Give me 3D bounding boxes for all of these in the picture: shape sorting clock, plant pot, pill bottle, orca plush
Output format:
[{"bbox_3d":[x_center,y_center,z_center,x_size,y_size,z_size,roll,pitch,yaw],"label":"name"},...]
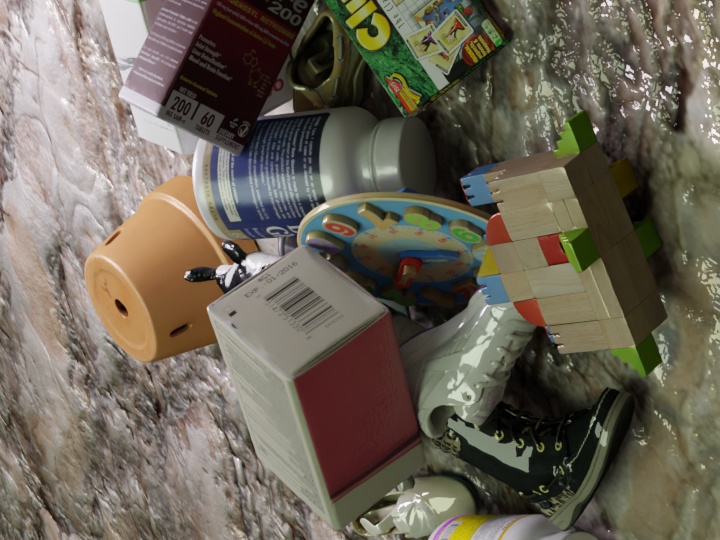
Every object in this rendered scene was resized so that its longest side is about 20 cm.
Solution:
[{"bbox_3d":[0.044,-0.014,1.380,0.200,0.200,0.039,136,142,-60],"label":"shape sorting clock"},{"bbox_3d":[-0.215,0.013,1.801,0.200,0.140,0.200,37,145,32],"label":"plant pot"},{"bbox_3d":[-0.039,-0.087,1.421,0.200,0.111,0.111,-4,117,27],"label":"pill bottle"},{"bbox_3d":[-0.111,0.025,1.493,0.200,0.071,0.105,12,157,51],"label":"orca plush"},{"bbox_3d":[0.151,0.287,1.538,0.200,0.104,0.104,-14,105,59],"label":"pill bottle"}]

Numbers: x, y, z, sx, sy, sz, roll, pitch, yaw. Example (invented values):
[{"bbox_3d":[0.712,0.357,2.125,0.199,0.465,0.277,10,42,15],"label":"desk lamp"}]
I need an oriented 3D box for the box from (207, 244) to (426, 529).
[{"bbox_3d":[-0.035,0.101,1.381,0.128,0.109,0.200,37,153,40],"label":"box"}]

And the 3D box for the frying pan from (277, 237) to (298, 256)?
[{"bbox_3d":[0.000,-0.006,1.485,0.190,0.031,0.115,21,115,24],"label":"frying pan"}]

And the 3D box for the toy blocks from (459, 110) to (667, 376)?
[{"bbox_3d":[0.147,-0.012,1.249,0.137,0.100,0.200,-10,109,46],"label":"toy blocks"}]

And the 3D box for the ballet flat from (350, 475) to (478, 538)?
[{"bbox_3d":[0.050,0.259,1.702,0.200,0.069,0.070,-19,101,59],"label":"ballet flat"}]

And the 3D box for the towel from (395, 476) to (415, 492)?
[{"bbox_3d":[-0.008,0.121,1.610,0.200,0.034,0.193,63,179,-8],"label":"towel"}]

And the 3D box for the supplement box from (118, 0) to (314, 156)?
[{"bbox_3d":[-0.111,-0.211,1.364,0.061,0.200,0.109,27,-177,40],"label":"supplement box"}]

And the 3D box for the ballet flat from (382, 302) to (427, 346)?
[{"bbox_3d":[0.057,0.084,1.485,0.074,0.074,0.200,21,164,47],"label":"ballet flat"}]

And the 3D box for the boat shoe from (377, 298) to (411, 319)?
[{"bbox_3d":[0.000,0.000,1.547,0.071,0.070,0.200,-25,95,19],"label":"boat shoe"}]

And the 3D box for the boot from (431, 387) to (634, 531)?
[{"bbox_3d":[0.147,0.140,1.403,0.154,0.074,0.204,30,147,10],"label":"boot"}]

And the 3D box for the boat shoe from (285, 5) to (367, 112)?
[{"bbox_3d":[-0.036,-0.181,1.419,0.072,0.076,0.200,49,149,16],"label":"boat shoe"}]

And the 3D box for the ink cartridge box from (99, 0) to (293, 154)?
[{"bbox_3d":[-0.154,-0.229,1.481,0.084,0.146,0.200,22,134,45],"label":"ink cartridge box"}]

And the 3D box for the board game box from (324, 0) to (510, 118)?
[{"bbox_3d":[0.022,-0.233,1.284,0.105,0.023,0.200,-37,84,25],"label":"board game box"}]

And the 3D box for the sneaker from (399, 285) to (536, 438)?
[{"bbox_3d":[0.113,0.071,1.371,0.200,0.075,0.100,-39,63,32],"label":"sneaker"}]
